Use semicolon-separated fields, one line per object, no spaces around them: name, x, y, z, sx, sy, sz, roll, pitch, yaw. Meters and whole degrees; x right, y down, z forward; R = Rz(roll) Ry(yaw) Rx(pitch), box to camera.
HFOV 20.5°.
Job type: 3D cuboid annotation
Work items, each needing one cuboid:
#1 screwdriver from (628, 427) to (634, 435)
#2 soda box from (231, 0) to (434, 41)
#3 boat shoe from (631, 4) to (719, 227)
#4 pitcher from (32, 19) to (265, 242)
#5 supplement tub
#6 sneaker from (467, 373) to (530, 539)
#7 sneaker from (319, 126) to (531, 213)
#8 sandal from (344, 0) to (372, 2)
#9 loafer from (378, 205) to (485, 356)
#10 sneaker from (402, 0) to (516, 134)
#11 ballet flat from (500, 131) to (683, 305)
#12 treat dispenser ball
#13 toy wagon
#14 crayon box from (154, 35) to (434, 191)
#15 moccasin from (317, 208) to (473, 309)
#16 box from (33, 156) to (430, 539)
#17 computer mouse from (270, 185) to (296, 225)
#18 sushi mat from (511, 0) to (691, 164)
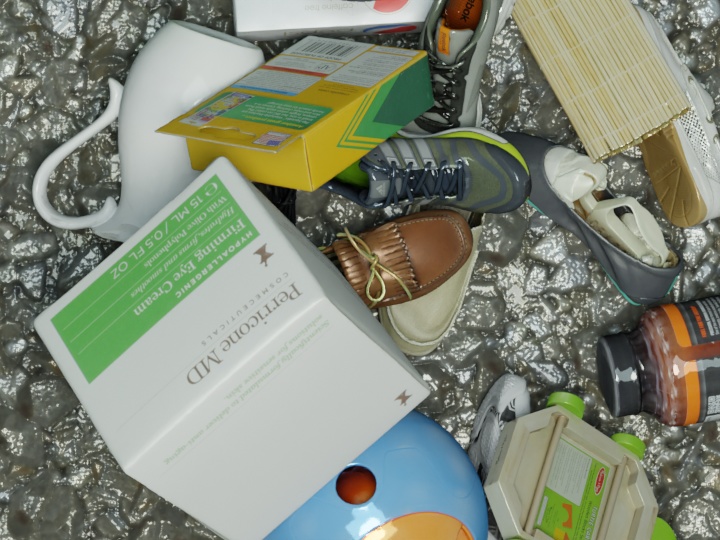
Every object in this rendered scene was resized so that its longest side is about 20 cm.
screwdriver;0.229;0.237;1.735;0.028;0.029;0.201;4;86;-3
soda box;-0.010;-0.234;1.697;0.199;0.068;0.064;-4;89;-4
boat shoe;0.272;-0.137;1.722;0.069;0.071;0.201;-14;82;-30
pitcher;-0.174;-0.110;1.665;0.171;0.121;0.201;19;100;-2
supplement tub;0.306;0.073;1.698;0.199;0.107;0.108;-9;90;-4
sneaker;0.151;0.193;1.706;0.114;0.075;0.201;9;82;-14
sneaker;0.040;-0.075;1.606;0.199;0.081;0.074;8;120;21
sandal;-0.025;-0.276;1.643;0.076;0.200;0.043;-23;133;-26
loafer;0.065;-0.026;1.700;0.075;0.068;0.201;14;89;-4
sneaker;0.069;-0.166;1.633;0.074;0.079;0.201;19;106;14
ballet flat;0.203;-0.056;1.707;0.073;0.073;0.200;-44;94;-3
treat dispenser ball;0.005;0.207;1.629;0.200;0.201;0.202;0;90;-4
toy wagon;0.194;0.202;1.655;0.200;0.040;0.156;34;56;-18
crayon box;-0.050;-0.120;1.572;0.125;0.200;0.052;12;124;35
moccasin;0.000;-0.002;1.654;0.201;0.078;0.074;-13;92;24
box;-0.096;0.067;1.508;0.199;0.200;0.171;-41;55;4
computer mouse;-0.105;-0.025;1.619;0.046;0.141;0.200;30;44;27
sushi mat;0.195;-0.195;1.697;0.095;0.012;0.201;-30;72;9
